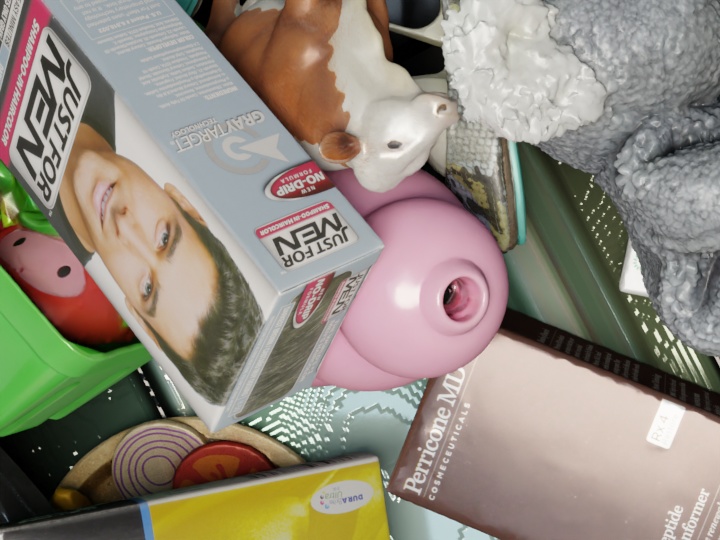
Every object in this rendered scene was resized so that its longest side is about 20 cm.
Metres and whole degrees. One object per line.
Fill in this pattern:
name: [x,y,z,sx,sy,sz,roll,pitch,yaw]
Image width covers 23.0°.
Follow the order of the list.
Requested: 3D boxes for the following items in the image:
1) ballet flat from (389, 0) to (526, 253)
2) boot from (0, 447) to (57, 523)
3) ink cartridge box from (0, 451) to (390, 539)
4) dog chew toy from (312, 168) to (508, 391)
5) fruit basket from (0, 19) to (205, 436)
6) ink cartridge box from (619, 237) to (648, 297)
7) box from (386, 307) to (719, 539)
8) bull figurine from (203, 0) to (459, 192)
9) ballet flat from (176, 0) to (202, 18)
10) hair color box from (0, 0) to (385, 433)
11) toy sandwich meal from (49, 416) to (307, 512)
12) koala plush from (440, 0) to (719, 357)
ballet flat: [0.043,-0.107,0.868,0.072,0.072,0.201,-3,89,10]
boot: [-0.234,0.125,0.915,0.200,0.066,0.165,48,135,3]
ink cartridge box: [-0.070,0.203,0.847,0.197,0.047,0.201,-9,87,-27]
dog chew toy: [0.000,0.000,0.820,0.124,0.200,0.125,-3,98,-26]
fruit basket: [-0.155,-0.044,0.874,0.215,0.155,0.216,2,96,21]
ink cartridge box: [0.194,-0.077,0.861,0.099,0.039,0.201,13,99,9]
box: [0.124,0.096,0.874,0.200,0.075,0.100,21,99,9]
bull figurine: [-0.022,-0.103,0.791,0.065,0.200,0.122,7,94,-30]
ballet flat: [-0.097,-0.193,0.861,0.072,0.072,0.201,18,90,8]
hair color box: [-0.086,-0.041,0.758,0.200,0.061,0.099,49,139,20]
toy sandwich meal: [-0.090,0.178,0.920,0.205,0.070,0.206,1,96,10]
koala plush: [0.129,-0.075,0.765,0.200,0.177,0.184,30,121,-3]
